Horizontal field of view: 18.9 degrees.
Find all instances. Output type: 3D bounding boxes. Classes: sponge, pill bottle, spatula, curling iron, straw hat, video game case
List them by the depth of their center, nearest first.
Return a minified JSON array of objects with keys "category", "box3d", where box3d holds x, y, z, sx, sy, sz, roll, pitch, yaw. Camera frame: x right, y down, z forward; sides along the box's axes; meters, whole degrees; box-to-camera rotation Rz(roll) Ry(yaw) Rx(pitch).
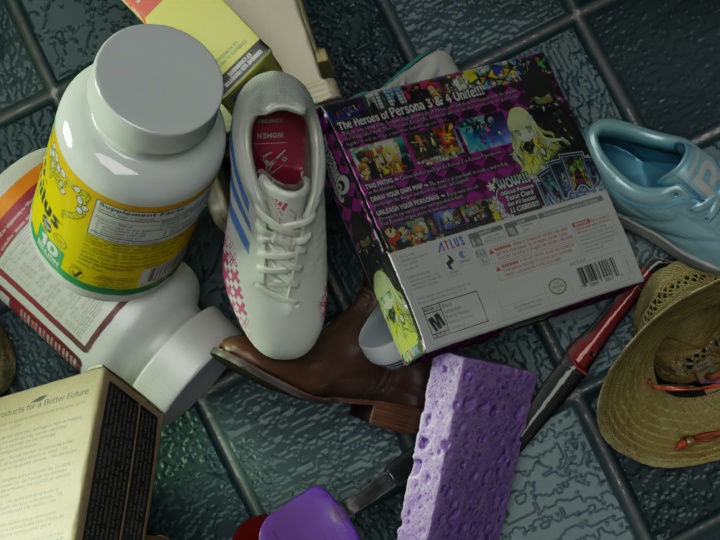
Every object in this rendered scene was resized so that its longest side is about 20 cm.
[{"category":"pill bottle","box3d":[-0.151,-0.072,1.430,0.112,0.200,0.113,8,60,-13]},{"category":"video game case","box3d":[0.079,-0.046,1.474,0.200,0.036,0.182,-17,79,-34]},{"category":"straw hat","box3d":[0.232,0.042,1.505,0.201,0.201,0.085,-29,50,1]},{"category":"sponge","box3d":[0.067,0.160,1.508,0.030,0.111,0.201,13,90,31]},{"category":"spatula","box3d":[0.012,0.152,1.523,0.200,0.021,0.057,-33,84,-33]},{"category":"pill bottle","box3d":[-0.186,0.014,1.556,0.200,0.110,0.110,42,89,8]},{"category":"curling iron","box3d":[0.167,0.068,1.559,0.050,0.026,0.200,45,89,5]}]

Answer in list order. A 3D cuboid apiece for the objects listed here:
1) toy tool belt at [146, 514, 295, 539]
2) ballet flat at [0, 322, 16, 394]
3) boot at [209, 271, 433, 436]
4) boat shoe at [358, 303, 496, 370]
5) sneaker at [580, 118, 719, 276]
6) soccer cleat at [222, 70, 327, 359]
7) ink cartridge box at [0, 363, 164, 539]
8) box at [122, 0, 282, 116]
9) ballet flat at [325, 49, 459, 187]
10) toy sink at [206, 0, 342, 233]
[{"category":"toy tool belt","box3d":[-0.131,0.249,1.536,0.200,0.123,0.125,-25,59,-8]},{"category":"ballet flat","box3d":[-0.312,0.002,1.591,0.071,0.071,0.200,-26,82,2]},{"category":"boot","box3d":[0.000,0.000,1.533,0.186,0.064,0.200,20,88,-35]},{"category":"boat shoe","box3d":[0.082,0.019,1.524,0.200,0.070,0.066,-42,117,-33]},{"category":"sneaker","box3d":[0.239,-0.049,1.532,0.200,0.082,0.074,20,70,7]},{"category":"soccer cleat","box3d":[-0.055,-0.029,1.418,0.070,0.086,0.201,-6,107,-9]},{"category":"ink cartridge box","box3d":[-0.240,0.172,1.492,0.200,0.075,0.165,-17,50,32]},{"category":"box","box3d":[-0.139,-0.195,1.464,0.050,0.075,0.200,-43,83,-1]},{"category":"ballet flat","box3d":[0.019,-0.097,1.519,0.069,0.069,0.200,46,45,8]},{"category":"toy sink","box3d":[-0.075,-0.137,1.553,0.112,0.130,0.200,-18,81,3]}]
